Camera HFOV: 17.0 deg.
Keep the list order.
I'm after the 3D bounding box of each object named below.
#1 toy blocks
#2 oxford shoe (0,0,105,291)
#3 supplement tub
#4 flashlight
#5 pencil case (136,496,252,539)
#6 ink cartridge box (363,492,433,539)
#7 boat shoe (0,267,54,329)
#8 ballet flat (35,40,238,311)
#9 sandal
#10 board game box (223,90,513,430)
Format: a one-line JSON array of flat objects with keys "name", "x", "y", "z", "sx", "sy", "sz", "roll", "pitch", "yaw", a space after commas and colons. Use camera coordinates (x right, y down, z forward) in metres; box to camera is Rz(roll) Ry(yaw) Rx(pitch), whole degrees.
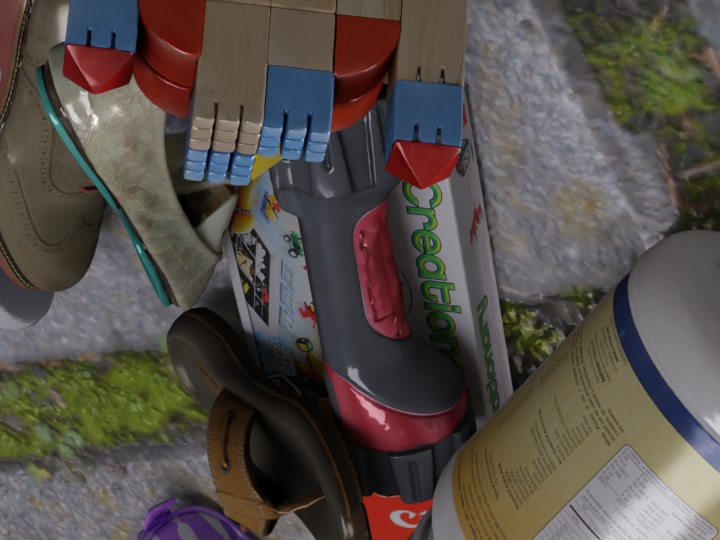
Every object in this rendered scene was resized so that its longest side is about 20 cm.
[{"name": "toy blocks", "x": -0.037, "y": -0.097, "z": 0.933, "sx": 0.199, "sy": 0.137, "sz": 0.100, "roll": 6, "pitch": 157, "yaw": -6}, {"name": "oxford shoe", "x": -0.131, "y": -0.059, "z": 1.111, "sx": 0.075, "sy": 0.070, "sz": 0.200, "roll": 30, "pitch": 138, "yaw": 23}, {"name": "supplement tub", "x": 0.120, "y": 0.096, "z": 1.017, "sx": 0.144, "sy": 0.144, "sz": 0.200, "roll": 39, "pitch": 120, "yaw": -4}, {"name": "flashlight", "x": 0.010, "y": 0.006, "z": 1.050, "sx": 0.068, "sy": 0.068, "sz": 0.201, "roll": 11, "pitch": 127, "yaw": 27}, {"name": "pencil case", "x": -0.125, "y": 0.205, "z": 1.337, "sx": 0.086, "sy": 0.084, "sz": 0.200, "roll": 56, "pitch": 136, "yaw": 12}, {"name": "ink cartridge box", "x": 0.063, "y": 0.169, "z": 1.188, "sx": 0.162, "sy": 0.050, "sz": 0.200, "roll": -9, "pitch": 135, "yaw": 36}, {"name": "boat shoe", "x": -0.225, "y": -0.047, "z": 1.189, "sx": 0.056, "sy": 0.069, "sz": 0.200, "roll": -9, "pitch": 123, "yaw": 36}, {"name": "ballet flat", "x": -0.083, "y": -0.041, "z": 1.049, "sx": 0.062, "sy": 0.068, "sz": 0.200, "roll": -22, "pitch": 154, "yaw": 1}, {"name": "sandal", "x": -0.051, "y": 0.084, "z": 1.119, "sx": 0.200, "sy": 0.054, "sz": 0.082, "roll": 45, "pitch": 153, "yaw": 46}, {"name": "board game box", "x": 0.000, "y": 0.000, "z": 1.116, "sx": 0.126, "sy": 0.035, "sz": 0.200, "roll": 8, "pitch": 130, "yaw": 25}]
